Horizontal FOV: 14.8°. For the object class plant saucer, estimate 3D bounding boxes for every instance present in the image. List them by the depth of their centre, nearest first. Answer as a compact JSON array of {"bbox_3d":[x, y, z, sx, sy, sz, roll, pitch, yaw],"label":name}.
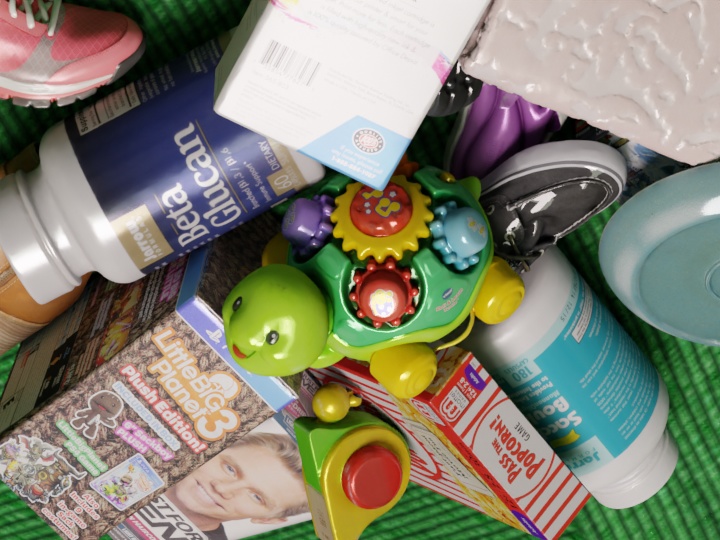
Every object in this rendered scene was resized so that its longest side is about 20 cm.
[{"bbox_3d":[0.252,-0.003,1.772,0.199,0.028,0.201,1,146,1],"label":"plant saucer"}]

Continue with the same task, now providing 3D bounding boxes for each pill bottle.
[{"bbox_3d":[-0.131,-0.061,1.729,0.199,0.111,0.111,-28,125,2],"label":"pill bottle"},{"bbox_3d":[0.136,0.074,1.867,0.110,0.111,0.200,-28,124,22],"label":"pill bottle"}]

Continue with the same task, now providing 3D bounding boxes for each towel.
[{"bbox_3d":[0.183,-0.172,1.675,0.199,0.032,0.192,20,104,-17],"label":"towel"}]

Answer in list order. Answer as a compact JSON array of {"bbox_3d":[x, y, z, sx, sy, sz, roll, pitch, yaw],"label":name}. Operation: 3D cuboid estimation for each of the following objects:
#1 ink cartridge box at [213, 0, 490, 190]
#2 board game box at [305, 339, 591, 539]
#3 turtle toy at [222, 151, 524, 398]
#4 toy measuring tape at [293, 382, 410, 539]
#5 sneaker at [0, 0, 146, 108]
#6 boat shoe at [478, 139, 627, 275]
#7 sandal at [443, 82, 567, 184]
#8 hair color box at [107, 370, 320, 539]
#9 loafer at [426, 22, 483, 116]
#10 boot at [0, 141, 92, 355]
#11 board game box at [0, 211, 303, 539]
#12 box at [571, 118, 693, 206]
[{"bbox_3d":[0.008,-0.163,1.607,0.115,0.068,0.201,25,114,-13],"label":"ink cartridge box"},{"bbox_3d":[0.044,0.095,1.843,0.046,0.200,0.152,-49,122,-14],"label":"board game box"},{"bbox_3d":[0.000,0.000,1.711,0.200,0.146,0.101,-39,152,-17],"label":"turtle toy"},{"bbox_3d":[0.006,0.163,1.836,0.073,0.074,0.201,-9,112,8],"label":"toy measuring tape"},{"bbox_3d":[-0.231,-0.157,1.706,0.199,0.074,0.087,3,128,-2],"label":"sneaker"},{"bbox_3d":[0.086,-0.022,1.785,0.199,0.067,0.070,-19,140,31],"label":"boat shoe"},{"bbox_3d":[0.101,-0.113,1.752,0.082,0.050,0.204,5,131,-4],"label":"sandal"},{"bbox_3d":[-0.101,0.134,1.919,0.199,0.061,0.100,-19,127,34],"label":"hair color box"},{"bbox_3d":[0.053,-0.192,1.678,0.068,0.070,0.202,-16,128,-45],"label":"loafer"},{"bbox_3d":[-0.261,-0.033,1.811,0.199,0.074,0.155,26,127,-34],"label":"boot"},{"bbox_3d":[-0.135,0.060,1.814,0.200,0.160,0.097,-35,111,24],"label":"board game box"},{"bbox_3d":[0.249,-0.057,1.804,0.136,0.040,0.200,-30,123,24],"label":"box"}]
